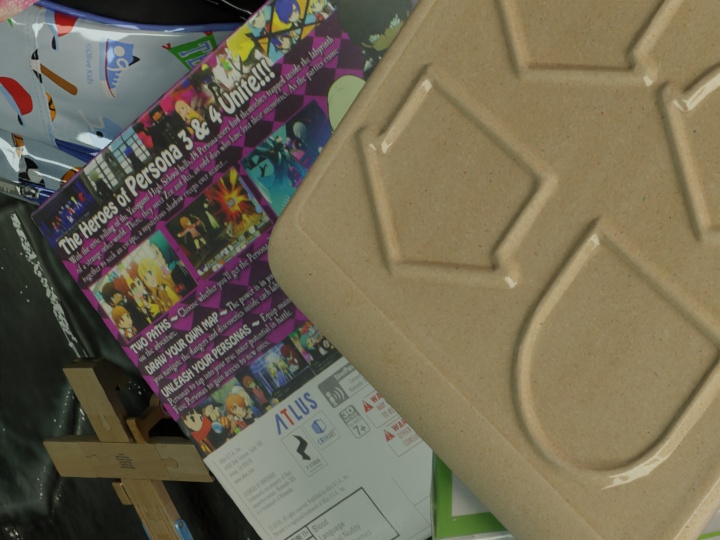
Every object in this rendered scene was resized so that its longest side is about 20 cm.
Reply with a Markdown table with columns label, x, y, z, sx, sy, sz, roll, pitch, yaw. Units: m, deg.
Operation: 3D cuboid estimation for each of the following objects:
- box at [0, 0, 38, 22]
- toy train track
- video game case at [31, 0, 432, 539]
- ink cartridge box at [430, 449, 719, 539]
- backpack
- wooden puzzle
| label | x | y | z | sx | sy | sz | roll | pitch | yaw |
| --- | --- | --- | --- | --- | --- | --- | --- | --- | --- |
| box | -0.190 | -0.173 | 0.911 | 0.200 | 0.094 | 0.103 | 45 | 158 | 33 |
| toy train track | -0.095 | 0.125 | 1.332 | 0.114 | 0.033 | 0.201 | -1 | 122 | 42 |
| video game case | 0.000 | 0.000 | 0.884 | 0.200 | 0.036 | 0.182 | -38 | 89 | 38 |
| ink cartridge box | 0.130 | 0.071 | 0.802 | 0.199 | 0.060 | 0.104 | -9 | 148 | 15 |
| backpack | -0.073 | -0.102 | 1.001 | 0.190 | 0.200 | 0.155 | 15 | 134 | 34 |
| wooden puzzle | 0.077 | -0.024 | 0.754 | 0.185 | 0.046 | 0.201 | 45 | 114 | 36 |
